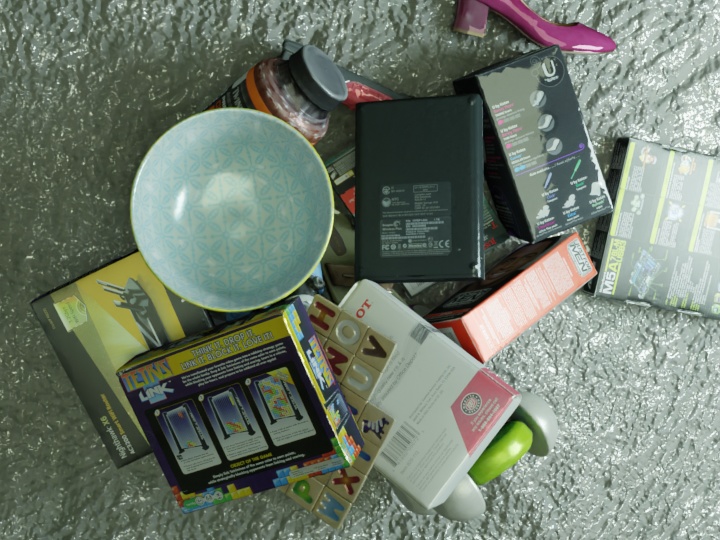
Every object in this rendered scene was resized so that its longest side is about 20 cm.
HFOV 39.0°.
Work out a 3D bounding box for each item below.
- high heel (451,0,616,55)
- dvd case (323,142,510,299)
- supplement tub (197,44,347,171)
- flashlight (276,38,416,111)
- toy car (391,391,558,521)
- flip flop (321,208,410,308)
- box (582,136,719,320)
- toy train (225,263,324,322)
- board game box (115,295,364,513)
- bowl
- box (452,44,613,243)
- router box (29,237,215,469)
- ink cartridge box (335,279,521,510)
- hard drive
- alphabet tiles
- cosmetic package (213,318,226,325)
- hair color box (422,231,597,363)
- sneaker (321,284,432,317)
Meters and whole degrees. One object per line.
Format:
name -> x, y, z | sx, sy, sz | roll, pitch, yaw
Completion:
high heel -> 0.209, -0.309, 1.187 | 0.199, 0.067, 0.097 | 9, 106, -6
dvd case -> 0.066, -0.080, 1.187 | 0.146, 0.022, 0.200 | -33, 111, 8
supplement tub -> -0.109, -0.158, 1.103 | 0.200, 0.107, 0.107 | -35, 102, 26
flashlight -> -0.008, -0.196, 1.171 | 0.199, 0.068, 0.068 | 24, 102, -11
toy car -> 0.112, 0.184, 1.174 | 0.175, 0.200, 0.150 | -35, 95, -22
flip flop -> 0.000, 0.000, 1.154 | 0.081, 0.058, 0.200 | -15, 62, -29
box -> 0.391, -0.049, 1.261 | 0.192, 0.048, 0.201 | 10, 96, -7
toy train -> -0.091, -0.007, 1.123 | 0.114, 0.201, 0.087 | -34, 135, 29
board game box -> -0.119, 0.136, 1.005 | 0.199, 0.057, 0.166 | -19, 99, 21
bowl -> -0.127, -0.054, 1.033 | 0.199, 0.108, 0.201 | 1, 83, -4
box -> 0.198, -0.146, 1.180 | 0.106, 0.122, 0.201 | -22, 100, -5
router box -> -0.230, 0.084, 1.078 | 0.157, 0.052, 0.201 | -26, 100, -4
ink cartridge box -> 0.044, 0.125, 1.053 | 0.200, 0.083, 0.147 | 38, 93, 17
hard drive -> 0.063, -0.088, 1.101 | 0.139, 0.033, 0.201 | -2, 82, 15
alphabet tiles -> -0.047, 0.135, 1.029 | 0.167, 0.008, 0.201 | 31, 104, 19
cosmetic package -> -0.191, 0.091, 1.161 | 0.199, 0.102, 0.074 | 14, 95, -8
hair color box -> 0.167, 0.033, 1.172 | 0.200, 0.101, 0.061 | -33, 100, -30
sneaker -> 0.034, 0.084, 1.220 | 0.199, 0.075, 0.100 | 22, 111, -10
